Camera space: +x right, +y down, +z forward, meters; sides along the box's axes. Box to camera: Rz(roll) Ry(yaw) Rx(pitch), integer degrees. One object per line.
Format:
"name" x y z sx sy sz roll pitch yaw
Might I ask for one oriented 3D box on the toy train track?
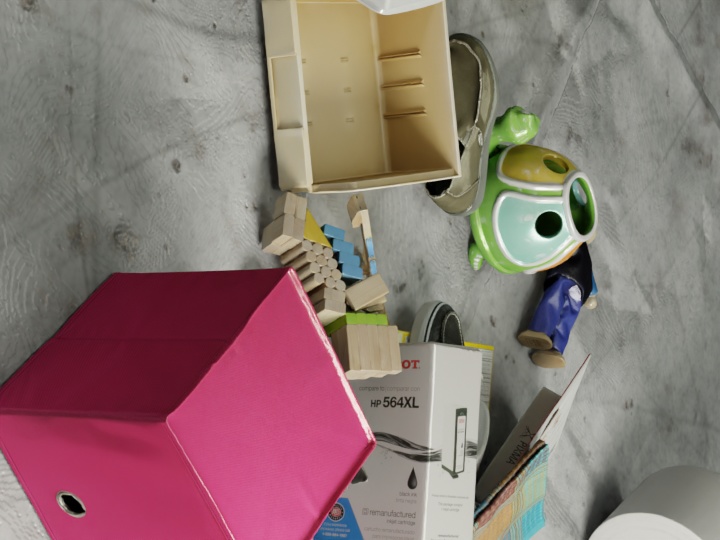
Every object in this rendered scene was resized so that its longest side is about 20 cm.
"toy train track" 0.000 0.000 1.685 0.200 0.033 0.115 81 -6 -51

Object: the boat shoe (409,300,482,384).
"boat shoe" 0.095 0.120 1.758 0.072 0.071 0.200 32 50 -44

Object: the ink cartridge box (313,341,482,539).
"ink cartridge box" 0.036 0.172 1.674 0.084 0.146 0.200 11 79 -48

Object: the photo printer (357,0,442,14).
"photo printer" -0.009 -0.325 1.612 0.166 0.200 0.069 -28 151 -58

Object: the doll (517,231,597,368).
"doll" 0.247 0.014 2.050 0.136 0.048 0.200 52 50 -40

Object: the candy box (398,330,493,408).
"candy box" 0.081 0.123 1.837 0.200 0.026 0.102 12 83 -53

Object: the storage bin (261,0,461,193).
"storage bin" 0.000 -0.183 1.686 0.199 0.094 0.200 -12 98 -54

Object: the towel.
"towel" 0.152 0.275 1.810 0.147 0.022 0.200 -45 156 -21

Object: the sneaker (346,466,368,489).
"sneaker" -0.053 0.104 1.591 0.060 0.104 0.200 -11 97 -53

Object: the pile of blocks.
"pile of blocks" -0.030 0.019 1.629 0.082 0.062 0.200 -24 86 -36

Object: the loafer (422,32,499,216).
"loafer" 0.103 -0.160 1.840 0.070 0.075 0.200 4 85 -58

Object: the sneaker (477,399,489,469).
"sneaker" 0.084 0.236 1.798 0.116 0.074 0.200 93 16 -52

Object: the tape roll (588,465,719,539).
"tape roll" 0.395 0.362 2.109 0.139 0.203 0.203 -30 113 -49

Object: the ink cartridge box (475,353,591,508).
"ink cartridge box" 0.179 0.198 1.881 0.200 0.044 0.174 -49 159 -43

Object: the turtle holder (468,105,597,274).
"turtle holder" 0.192 -0.089 1.909 0.141 0.132 0.186 -2 91 -53

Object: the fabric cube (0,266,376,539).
"fabric cube" -0.143 0.131 1.389 0.200 0.199 0.196 -51 129 -42
